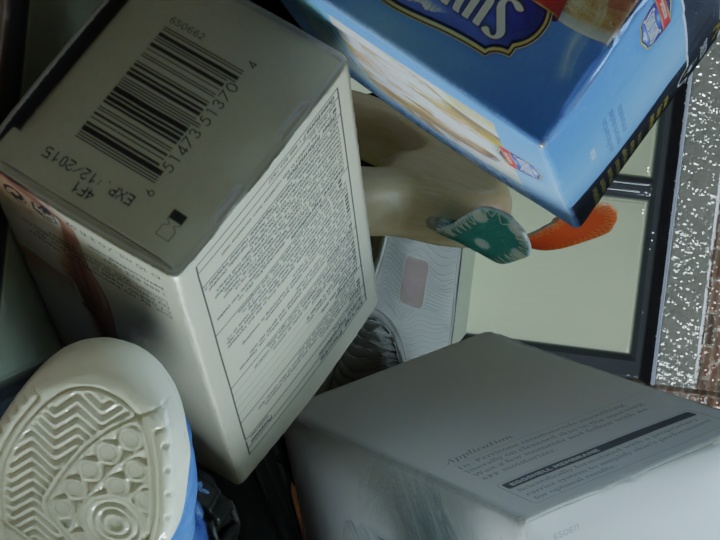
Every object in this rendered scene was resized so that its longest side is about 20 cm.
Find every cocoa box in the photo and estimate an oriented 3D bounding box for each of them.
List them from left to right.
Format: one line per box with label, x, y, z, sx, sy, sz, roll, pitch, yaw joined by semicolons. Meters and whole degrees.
cocoa box;0.057;-0.113;0.857;0.131;0.133;0.200;-55;169;-1

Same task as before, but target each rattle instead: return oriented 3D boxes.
rattle;0.000;0.000;1.024;0.130;0.200;0.143;2;112;-67

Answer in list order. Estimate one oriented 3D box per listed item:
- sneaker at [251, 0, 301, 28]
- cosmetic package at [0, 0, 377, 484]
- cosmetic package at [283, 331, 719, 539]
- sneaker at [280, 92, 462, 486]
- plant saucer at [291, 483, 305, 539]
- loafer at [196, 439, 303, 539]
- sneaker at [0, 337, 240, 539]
sneaker;-0.035;-0.122;0.996;0.074;0.087;0.200;-40;163;-3
cosmetic package;-0.059;-0.013;0.874;0.103;0.087;0.200;-53;162;-20
cosmetic package;0.078;0.152;1.010;0.200;0.123;0.200;18;-57;60
sneaker;-0.014;0.011;1.135;0.075;0.106;0.200;27;74;-43
plant saucer;-0.066;0.161;1.126;0.200;0.037;0.200;16;90;-73
loafer;-0.053;0.135;1.021;0.068;0.070;0.201;67;6;-86
sneaker;-0.089;0.086;0.875;0.111;0.077;0.200;-63;164;-54
